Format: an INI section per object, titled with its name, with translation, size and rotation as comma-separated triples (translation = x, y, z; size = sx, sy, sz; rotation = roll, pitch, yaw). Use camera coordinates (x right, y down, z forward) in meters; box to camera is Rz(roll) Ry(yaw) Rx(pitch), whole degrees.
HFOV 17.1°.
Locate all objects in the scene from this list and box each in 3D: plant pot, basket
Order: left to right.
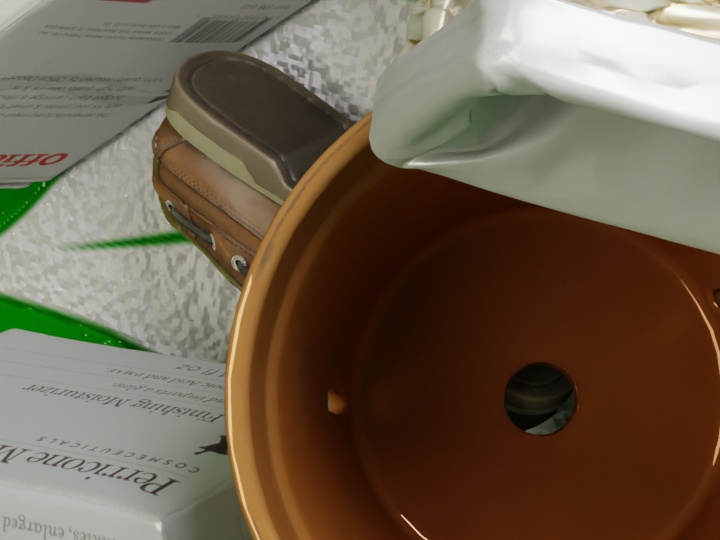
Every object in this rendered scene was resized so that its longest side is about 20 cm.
[plant pot]
translation = 0.060, 0.039, 0.745
size = 0.199, 0.140, 0.201
rotation = 0, 88, 0
[basket]
translation = 0.119, -0.069, 0.610
size = 0.136, 0.199, 0.124
rotation = 154, 131, -77

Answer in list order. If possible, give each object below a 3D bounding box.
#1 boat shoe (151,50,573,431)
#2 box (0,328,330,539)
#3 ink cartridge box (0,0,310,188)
[boat shoe]
translation = 0.000, 0.000, 0.887
size = 0.200, 0.072, 0.068
rotation = 44, 132, 28
[box]
translation = -0.088, 0.142, 0.889
size = 0.198, 0.131, 0.201
rotation = 6, 113, 37
[ink cartridge box]
translation = -0.120, -0.108, 0.918
size = 0.200, 0.145, 0.085
rotation = -32, 74, 34
